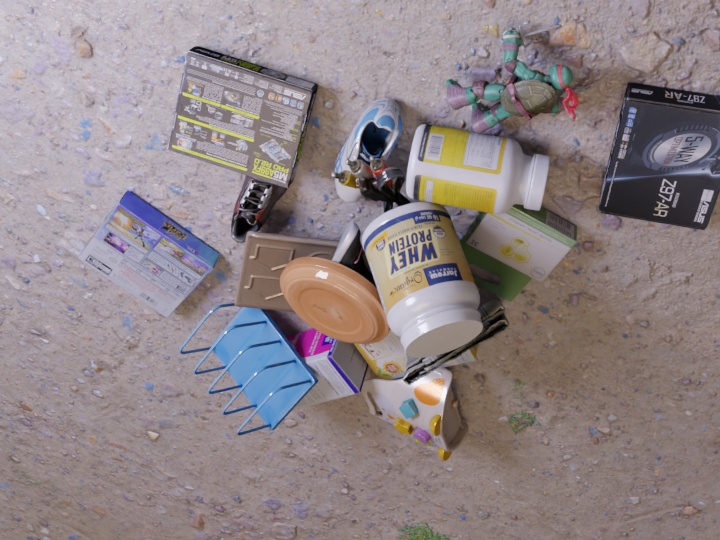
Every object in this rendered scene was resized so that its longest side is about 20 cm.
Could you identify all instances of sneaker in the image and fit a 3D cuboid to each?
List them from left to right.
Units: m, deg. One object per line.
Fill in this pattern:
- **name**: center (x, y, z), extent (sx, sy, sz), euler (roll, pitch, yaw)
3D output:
- **sneaker**: center (-0.163, -0.119, 1.582), extent (0.077, 0.082, 0.201), euler (22, 133, -3)
- **sneaker**: center (0.000, 0.000, 1.577), extent (0.099, 0.071, 0.201), euler (22, 144, 2)
- **sneaker**: center (0.005, -0.173, 1.491), extent (0.071, 0.073, 0.201), euler (22, 134, -6)

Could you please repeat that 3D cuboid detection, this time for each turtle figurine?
- **turtle figurine**: center (0.225, -0.255, 1.340), extent (0.199, 0.101, 0.150), euler (-16, 124, 35)

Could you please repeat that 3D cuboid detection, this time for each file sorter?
- **file sorter**: center (-0.204, 0.171, 1.727), extent (0.139, 0.122, 0.200), euler (-48, 70, 24)

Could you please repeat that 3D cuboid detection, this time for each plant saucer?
- **plant saucer**: center (-0.043, 0.056, 1.591), extent (0.199, 0.032, 0.201), euler (21, 147, 15)

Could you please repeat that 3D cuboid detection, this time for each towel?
- **towel**: center (0.150, 0.108, 1.580), extent (0.192, 0.200, 0.035), euler (-30, 94, 7)

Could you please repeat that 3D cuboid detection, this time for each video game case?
- **video game case**: center (-0.380, -0.026, 1.755), extent (0.199, 0.046, 0.181), euler (36, 132, -15)

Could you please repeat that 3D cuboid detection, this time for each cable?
- **cable**: center (0.042, -0.129, 1.491), extent (0.097, 0.051, 0.200), euler (-16, 163, 24)

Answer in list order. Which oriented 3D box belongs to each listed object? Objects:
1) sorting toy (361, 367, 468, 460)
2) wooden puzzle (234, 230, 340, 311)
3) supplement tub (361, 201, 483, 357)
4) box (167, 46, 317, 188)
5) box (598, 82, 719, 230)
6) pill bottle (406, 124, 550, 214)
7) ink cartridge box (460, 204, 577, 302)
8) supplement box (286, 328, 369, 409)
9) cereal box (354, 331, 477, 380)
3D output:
- **sorting toy**: center (0.091, 0.260, 1.816), extent (0.179, 0.107, 0.201), euler (13, 147, 26)
- **wooden puzzle**: center (-0.114, -0.001, 1.675), extent (0.184, 0.047, 0.201), euler (6, 139, -11)
- **supplement tub**: center (0.095, 0.015, 1.466), extent (0.143, 0.201, 0.145), euler (-15, 156, -7)
- **box**: center (-0.180, -0.232, 1.482), extent (0.199, 0.044, 0.161), euler (17, 115, 1)
- **box**: center (0.437, -0.159, 1.390), extent (0.159, 0.044, 0.201), euler (11, 132, 8)
- **pill bottle**: center (0.172, -0.145, 1.437), extent (0.198, 0.112, 0.113), euler (11, 133, 7)
- **ink cartridge box**: center (0.233, -0.026, 1.569), extent (0.145, 0.048, 0.200), euler (27, 130, -8)
- **supplement box**: center (-0.095, 0.181, 1.812), extent (0.199, 0.102, 0.104), euler (-20, 122, 30)
- **cereal box**: center (0.091, 0.121, 1.745), extent (0.199, 0.040, 0.144), euler (-16, 124, 27)
